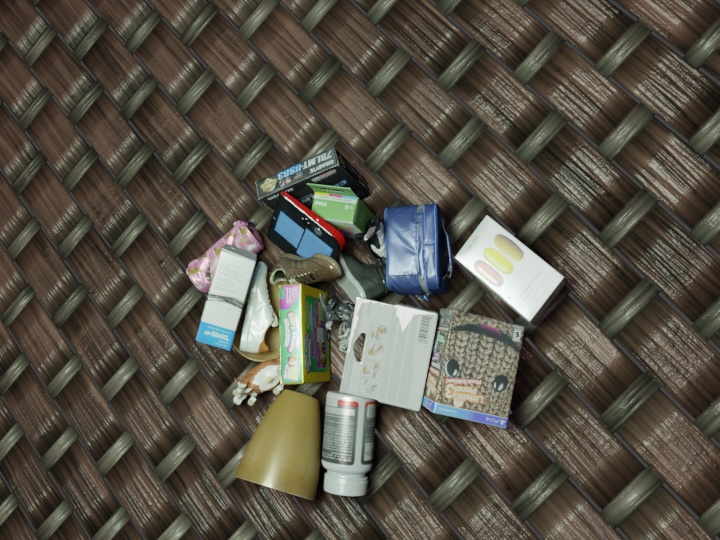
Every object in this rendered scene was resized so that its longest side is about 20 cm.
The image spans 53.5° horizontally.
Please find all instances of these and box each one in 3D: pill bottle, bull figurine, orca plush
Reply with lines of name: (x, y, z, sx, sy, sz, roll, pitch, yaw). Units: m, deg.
pill bottle: (-0.026, 0.365, 1.521, 0.110, 0.114, 0.207, 3, 84, 19)
bull figurine: (-0.220, 0.247, 1.599, 0.197, 0.122, 0.066, -32, 100, 13)
orca plush: (0.021, -0.062, 1.509, 0.069, 0.200, 0.109, -3, 88, 10)

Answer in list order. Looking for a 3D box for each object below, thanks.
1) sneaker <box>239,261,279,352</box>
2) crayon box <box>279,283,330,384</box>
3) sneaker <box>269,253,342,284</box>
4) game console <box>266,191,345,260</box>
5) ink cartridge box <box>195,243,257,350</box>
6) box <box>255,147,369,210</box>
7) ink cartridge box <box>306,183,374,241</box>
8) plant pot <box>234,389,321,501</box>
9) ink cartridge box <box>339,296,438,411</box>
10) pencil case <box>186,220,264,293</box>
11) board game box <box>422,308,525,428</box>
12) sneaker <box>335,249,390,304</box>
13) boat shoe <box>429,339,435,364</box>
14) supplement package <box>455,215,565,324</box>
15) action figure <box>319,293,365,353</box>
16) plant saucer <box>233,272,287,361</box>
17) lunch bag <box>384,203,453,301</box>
sneaker: (-0.219, 0.086, 1.619, 0.082, 0.073, 0.207, 9, 83, -6)
crayon box: (-0.120, 0.141, 1.550, 0.057, 0.172, 0.207, -5, 81, 17)
sneaker: (-0.122, 0.012, 1.572, 0.197, 0.071, 0.076, 3, 47, 46)
game console: (-0.124, -0.070, 1.562, 0.175, 0.201, 0.031, 35, 60, 1)
ink cartridge box: (-0.294, 0.055, 1.581, 0.082, 0.146, 0.206, 17, 95, -10)
box: (-0.101, -0.179, 1.570, 0.195, 0.198, 0.051, -21, 71, 14)
ink cartridge box: (-0.043, -0.123, 1.542, 0.101, 0.200, 0.061, 10, 80, 19)
plant pot: (-0.158, 0.371, 1.547, 0.181, 0.187, 0.205, 9, 70, 19)
ink cartridge box: (0.059, 0.168, 1.471, 0.171, 0.045, 0.206, 12, 94, 6)
pencil case: (-0.321, -0.032, 1.690, 0.199, 0.083, 0.088, -39, 65, 11)
board game box: (0.225, 0.193, 1.435, 0.155, 0.097, 0.206, 12, 87, -8)
sneaker: (0.000, 0.000, 1.590, 0.097, 0.072, 0.201, -15, 44, -23)
boat shoe: (0.107, 0.207, 1.522, 0.200, 0.062, 0.072, -45, 72, 8)
supplement package: (0.306, 0.001, 1.456, 0.199, 0.109, 0.115, 41, 96, 19)
action figure: (-0.016, 0.129, 1.549, 0.196, 0.119, 0.104, 27, 83, 14)
plant saucer: (-0.221, 0.108, 1.661, 0.194, 0.035, 0.207, -3, 82, 19)
lunch bag: (0.129, -0.036, 1.507, 0.128, 0.136, 0.207, -5, 81, 18)
